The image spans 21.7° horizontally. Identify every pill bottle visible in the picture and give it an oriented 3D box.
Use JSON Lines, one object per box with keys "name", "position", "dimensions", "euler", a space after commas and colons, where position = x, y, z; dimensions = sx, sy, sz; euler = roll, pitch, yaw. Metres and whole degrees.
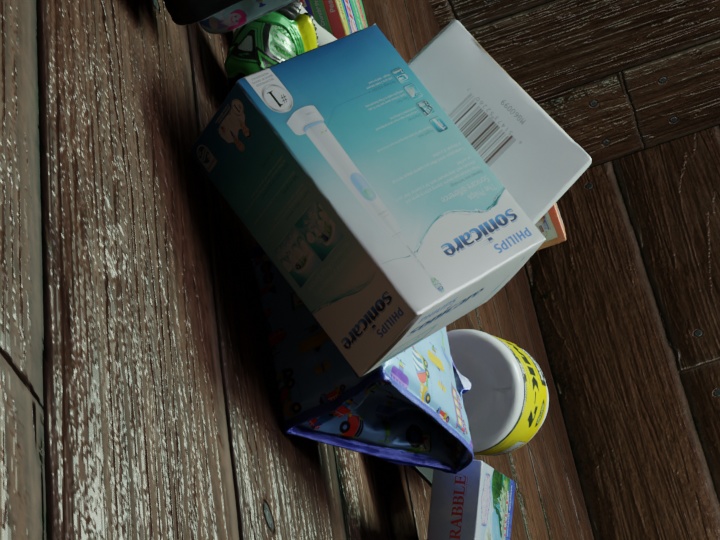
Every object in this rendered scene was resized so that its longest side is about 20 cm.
{"name": "pill bottle", "position": [0.118, 0.120, 1.805], "dimensions": [0.200, 0.114, 0.115], "euler": [21, 51, -74]}

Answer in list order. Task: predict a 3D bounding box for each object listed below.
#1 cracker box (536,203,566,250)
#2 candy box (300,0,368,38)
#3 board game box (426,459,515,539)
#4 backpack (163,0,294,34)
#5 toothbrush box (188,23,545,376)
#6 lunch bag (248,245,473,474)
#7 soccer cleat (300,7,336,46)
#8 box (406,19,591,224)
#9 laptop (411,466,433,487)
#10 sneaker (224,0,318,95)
{"name": "cracker box", "position": [0.108, -0.069, 2.036], "dimensions": [0.058, 0.199, 0.135], "euler": [-82, 153, -74]}
{"name": "candy box", "position": [-0.043, -0.258, 1.868], "dimensions": [0.200, 0.076, 0.170], "euler": [30, 44, -76]}
{"name": "board game box", "position": [0.085, 0.259, 1.516], "dimensions": [0.199, 0.041, 0.202], "euler": [40, 55, -74]}
{"name": "backpack", "position": [-0.087, -0.279, 1.304], "dimensions": [0.151, 0.177, 0.201], "euler": [63, 2, -61]}
{"name": "toothbrush box", "position": [0.005, -0.051, 1.283], "dimensions": [0.146, 0.085, 0.200], "euler": [-29, 76, -43]}
{"name": "lunch bag", "position": [0.024, 0.058, 1.388], "dimensions": [0.200, 0.094, 0.151], "euler": [27, 41, -49]}
{"name": "soccer cleat", "position": [-0.067, -0.199, 1.571], "dimensions": [0.201, 0.069, 0.077], "euler": [56, 15, 19]}
{"name": "box", "position": [0.061, -0.074, 1.465], "dimensions": [0.152, 0.106, 0.200], "euler": [45, -23, -1]}
{"name": "laptop", "position": [0.040, 0.218, 1.649], "dimensions": [0.177, 0.102, 0.202], "euler": [12, 85, -80]}
{"name": "sneaker", "position": [-0.073, -0.130, 1.498], "dimensions": [0.086, 0.078, 0.200], "euler": [-61, 154, -26]}
